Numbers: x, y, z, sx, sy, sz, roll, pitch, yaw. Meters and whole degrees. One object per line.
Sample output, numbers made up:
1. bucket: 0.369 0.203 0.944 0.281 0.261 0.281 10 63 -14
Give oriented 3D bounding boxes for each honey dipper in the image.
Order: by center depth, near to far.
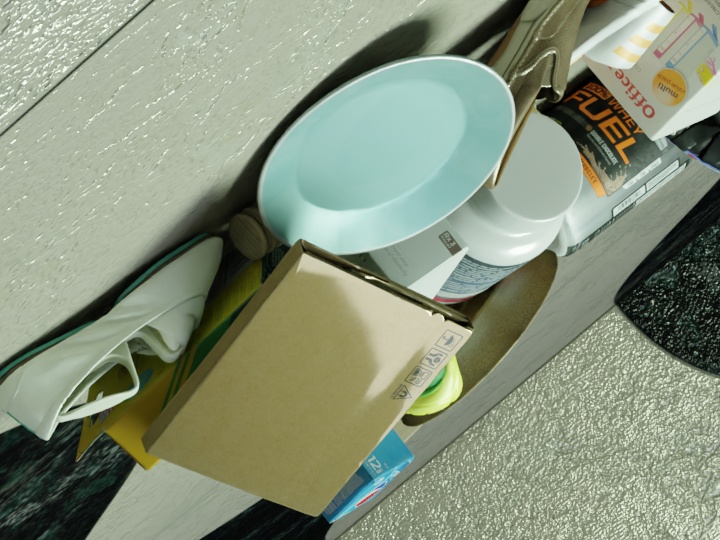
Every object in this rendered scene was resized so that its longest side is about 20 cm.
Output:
1. honey dipper: -0.019 -0.069 1.552 0.200 0.038 0.038 -36 170 -38

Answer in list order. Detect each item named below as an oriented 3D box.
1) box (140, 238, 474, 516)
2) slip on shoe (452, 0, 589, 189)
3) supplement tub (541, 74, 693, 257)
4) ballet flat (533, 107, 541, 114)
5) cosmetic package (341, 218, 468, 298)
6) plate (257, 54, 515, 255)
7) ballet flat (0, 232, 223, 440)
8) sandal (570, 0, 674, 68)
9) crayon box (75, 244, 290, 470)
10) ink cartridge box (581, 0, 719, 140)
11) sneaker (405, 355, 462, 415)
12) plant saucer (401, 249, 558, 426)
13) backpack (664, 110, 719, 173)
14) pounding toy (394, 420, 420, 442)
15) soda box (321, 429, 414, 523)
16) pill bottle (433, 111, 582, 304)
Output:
1. box: -0.038 0.082 1.490 0.163 0.021 0.200 25 116 -32
2. slip on shoe: 0.131 -0.151 1.555 0.201 0.060 0.076 -51 170 -9
3. supplement tub: 0.229 -0.115 1.932 0.199 0.123 0.123 -37 169 -14
4. ballet flat: 0.133 -0.117 1.768 0.068 0.064 0.200 -1 161 20
5. cosmetic package: 0.000 0.000 1.678 0.081 0.113 0.200 -33 166 -27
6. plate: 0.016 -0.086 1.472 0.198 0.026 0.201 -18 145 -13
7. ballet flat: -0.164 0.052 1.466 0.199 0.070 0.070 -36 169 -20
8. sandal: 0.183 -0.182 1.619 0.206 0.059 0.080 -37 -146 21
9. crayon box: -0.125 0.064 1.549 0.200 0.051 0.127 -41 -161 16
10. ink cartridge box: 0.270 -0.208 1.680 0.125 0.129 0.200 -23 160 -53
11. sneaker: -0.007 0.045 1.587 0.074 0.198 0.084 -32 131 -51
12. plant saucer: 0.091 0.048 1.808 0.200 0.035 0.200 -46 -167 13
13. backpack: 0.337 -0.186 1.824 0.191 0.199 0.154 -55 -176 8
14. pounding toy: 0.031 0.098 1.997 0.184 0.142 0.201 -47 -169 38
15. soda box: -0.050 0.099 1.669 0.064 0.201 0.068 -45 167 31
16. pill bottle: 0.098 -0.053 1.679 0.119 0.120 0.200 -33 179 -25
